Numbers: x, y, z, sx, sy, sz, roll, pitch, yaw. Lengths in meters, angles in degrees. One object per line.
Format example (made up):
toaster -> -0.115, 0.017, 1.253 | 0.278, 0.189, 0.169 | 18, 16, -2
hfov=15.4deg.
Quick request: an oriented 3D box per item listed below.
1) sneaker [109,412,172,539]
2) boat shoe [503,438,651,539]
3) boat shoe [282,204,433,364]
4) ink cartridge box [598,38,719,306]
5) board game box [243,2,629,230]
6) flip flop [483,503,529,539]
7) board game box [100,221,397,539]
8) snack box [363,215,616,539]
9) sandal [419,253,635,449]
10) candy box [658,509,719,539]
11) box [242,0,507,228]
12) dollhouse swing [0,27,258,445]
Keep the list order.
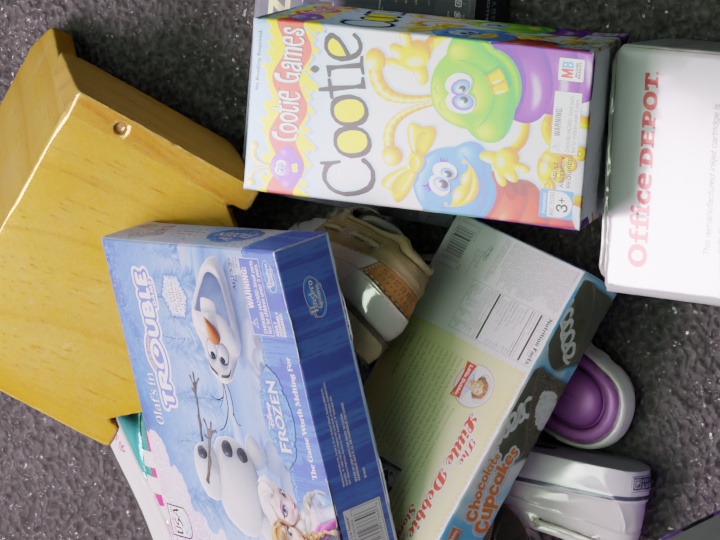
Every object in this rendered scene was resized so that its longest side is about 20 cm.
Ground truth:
sneaker -> -0.080, 0.129, 1.711 | 0.121, 0.084, 0.200 | -39, 76, 37
boat shoe -> 0.080, 0.133, 1.627 | 0.200, 0.072, 0.066 | 10, 97, 20
boat shoe -> 0.000, 0.000, 1.607 | 0.068, 0.200, 0.075 | -43, 110, 1
ink cartridge box -> 0.244, -0.052, 1.498 | 0.200, 0.083, 0.147 | 9, 101, 28
board game box -> 0.044, -0.092, 1.538 | 0.200, 0.103, 0.105 | 7, 102, 16
flip flop -> 0.071, 0.222, 1.622 | 0.058, 0.081, 0.200 | -125, 19, -55
board game box -> -0.068, 0.074, 1.568 | 0.199, 0.043, 0.200 | 5, 110, 56
snack box -> 0.057, 0.075, 1.565 | 0.116, 0.037, 0.200 | 28, 88, 47
sandal -> 0.076, 0.045, 1.625 | 0.202, 0.050, 0.083 | 23, 105, 27
candy box -> 0.166, 0.229, 1.530 | 0.072, 0.168, 0.200 | 47, 115, 17
box -> 0.009, -0.137, 1.639 | 0.157, 0.051, 0.200 | 11, 102, 28
dollhouse swing -> -0.176, -0.032, 1.733 | 0.182, 0.176, 0.200 | 29, 107, -6
